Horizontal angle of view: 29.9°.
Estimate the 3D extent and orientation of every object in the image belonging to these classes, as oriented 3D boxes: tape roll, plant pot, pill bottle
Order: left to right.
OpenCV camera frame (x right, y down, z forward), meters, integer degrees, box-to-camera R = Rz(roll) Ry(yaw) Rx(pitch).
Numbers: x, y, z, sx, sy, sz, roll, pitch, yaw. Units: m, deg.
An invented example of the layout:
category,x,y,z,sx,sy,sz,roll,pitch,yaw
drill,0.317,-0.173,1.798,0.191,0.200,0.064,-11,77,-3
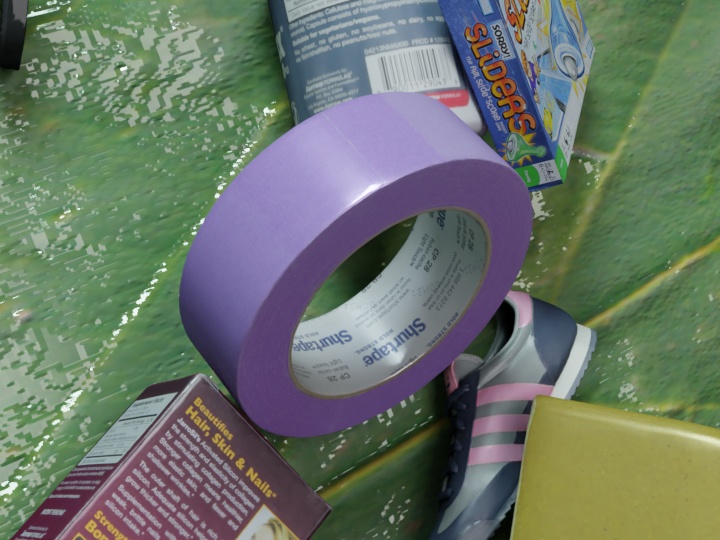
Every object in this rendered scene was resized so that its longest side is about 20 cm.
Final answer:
category,x,y,z,sx,sy,sz,roll,pitch,yaw
tape roll,0.000,0.000,0.759,0.200,0.200,0.066,-18,50,-31
pill bottle,0.002,-0.168,0.830,0.119,0.120,0.200,-11,87,-31
plant pot,0.217,0.197,0.811,0.194,0.200,0.196,32,65,-54

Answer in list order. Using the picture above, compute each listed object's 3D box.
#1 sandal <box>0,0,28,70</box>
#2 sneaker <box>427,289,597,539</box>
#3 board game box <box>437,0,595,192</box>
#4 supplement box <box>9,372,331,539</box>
category,x,y,z,sx,sy,sz,roll,pitch,yaw
sandal,-0.177,-0.211,0.758,0.045,0.075,0.200,2,88,-14
sneaker,0.076,0.101,0.870,0.082,0.070,0.200,33,63,-3
board game box,0.105,-0.156,0.862,0.136,0.034,0.200,64,26,-26
supplement box,-0.125,0.165,0.719,0.110,0.086,0.200,48,63,-15
